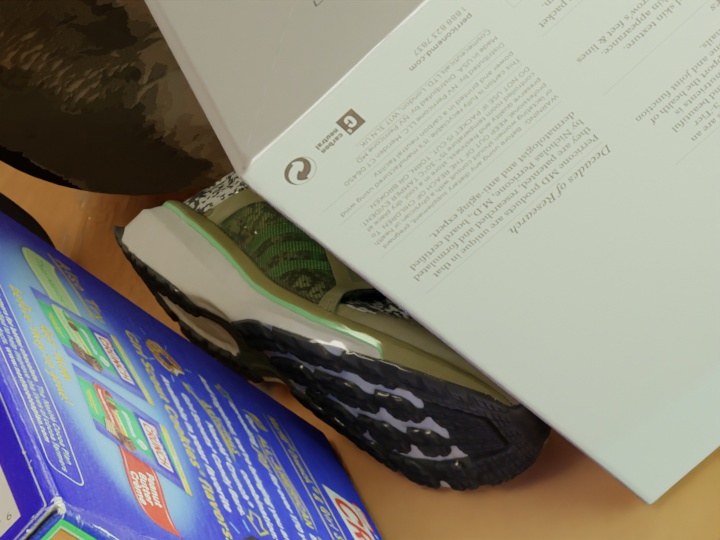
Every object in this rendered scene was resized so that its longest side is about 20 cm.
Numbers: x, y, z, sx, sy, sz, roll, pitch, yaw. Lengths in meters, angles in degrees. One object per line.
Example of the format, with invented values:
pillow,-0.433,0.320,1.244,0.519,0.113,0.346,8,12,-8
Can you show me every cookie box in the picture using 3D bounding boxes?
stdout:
cookie box,-0.065,0.080,0.752,0.075,0.200,0.171,-44,40,10

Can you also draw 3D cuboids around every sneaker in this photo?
sneaker,0.000,0.000,0.854,0.089,0.077,0.200,-49,42,-12

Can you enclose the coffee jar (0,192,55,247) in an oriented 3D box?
coffee jar,-0.210,0.010,1.008,0.199,0.104,0.086,-6,60,40

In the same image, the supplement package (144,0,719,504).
supplement package,0.056,-0.069,0.746,0.152,0.200,0.151,-41,43,11

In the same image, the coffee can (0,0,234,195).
coffee can,-0.084,-0.151,0.976,0.146,0.146,0.201,-27,46,26
